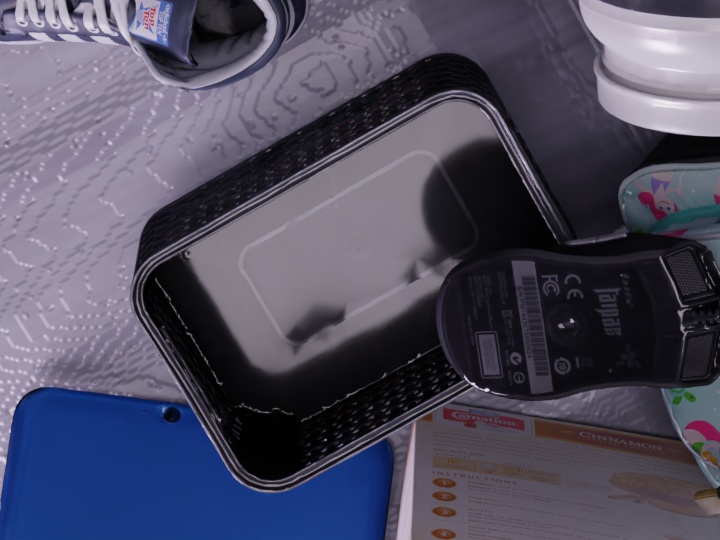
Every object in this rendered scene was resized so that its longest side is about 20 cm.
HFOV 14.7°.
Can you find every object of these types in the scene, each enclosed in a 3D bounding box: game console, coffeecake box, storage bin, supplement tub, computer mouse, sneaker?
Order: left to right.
[{"bbox_3d":[-0.125,-0.130,1.325,0.199,0.109,0.070,4,106,0],"label":"sneaker"},{"bbox_3d":[-0.091,0.168,1.462,0.199,0.119,0.171,8,138,0],"label":"game console"},{"bbox_3d":[0.000,0.000,1.365,0.200,0.094,0.135,-29,104,7],"label":"storage bin"},{"bbox_3d":[0.095,0.142,1.354,0.153,0.200,0.073,9,109,-1],"label":"coffeecake box"},{"bbox_3d":[0.138,0.045,1.283,0.199,0.046,0.141,-10,100,29],"label":"computer mouse"},{"bbox_3d":[0.167,-0.175,1.270,0.140,0.140,0.201,-3,112,2],"label":"supplement tub"}]

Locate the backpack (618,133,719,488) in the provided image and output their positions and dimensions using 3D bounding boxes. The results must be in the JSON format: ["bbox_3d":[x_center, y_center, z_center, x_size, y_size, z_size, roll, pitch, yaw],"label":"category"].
[{"bbox_3d":[0.225,0.027,1.343,0.177,0.151,0.201,-5,117,27],"label":"backpack"}]
